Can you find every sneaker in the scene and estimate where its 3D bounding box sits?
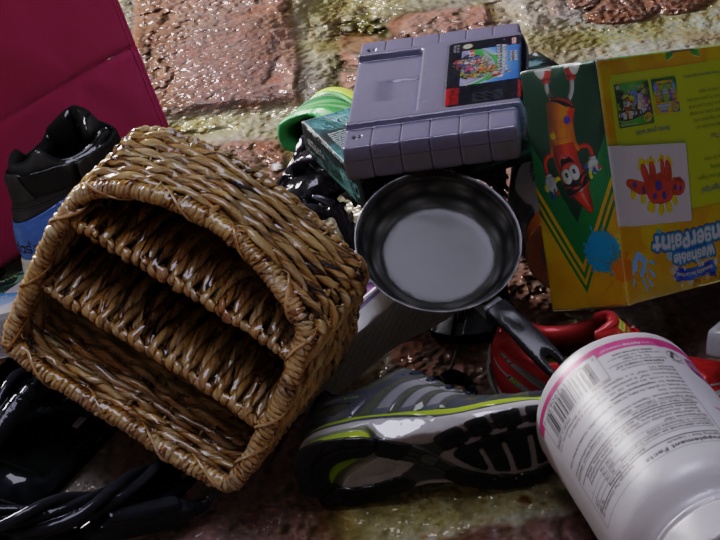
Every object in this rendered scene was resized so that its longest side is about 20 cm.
[{"bbox_3d":[-0.167,-0.071,1.658,0.199,0.112,0.077,-23,19,-34],"label":"sneaker"},{"bbox_3d":[0.011,-0.093,1.837,0.083,0.074,0.199,-28,29,-34],"label":"sneaker"},{"bbox_3d":[0.053,0.097,1.523,0.199,0.074,0.081,-5,40,-1],"label":"sneaker"},{"bbox_3d":[0.180,0.068,1.542,0.199,0.085,0.077,4,34,15],"label":"sneaker"},{"bbox_3d":[0.000,0.000,1.631,0.200,0.073,0.114,-33,56,-13],"label":"sneaker"}]

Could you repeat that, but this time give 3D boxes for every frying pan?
[{"bbox_3d":[0.085,0.000,1.559,0.189,0.031,0.115,28,61,15],"label":"frying pan"}]

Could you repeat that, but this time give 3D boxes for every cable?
[{"bbox_3d":[-0.200,0.117,1.522,0.199,0.051,0.163,-11,44,-24],"label":"cable"}]

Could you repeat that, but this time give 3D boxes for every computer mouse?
[{"bbox_3d":[0.066,0.049,1.640,0.058,0.034,0.200,3,34,13],"label":"computer mouse"}]

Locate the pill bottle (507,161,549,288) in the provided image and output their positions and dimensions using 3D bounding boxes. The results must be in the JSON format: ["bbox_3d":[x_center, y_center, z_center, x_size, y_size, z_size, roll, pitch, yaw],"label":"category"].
[{"bbox_3d":[0.164,-0.064,1.731,0.106,0.107,0.200,-1,32,8],"label":"pill bottle"}]

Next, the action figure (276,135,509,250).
[{"bbox_3d":[0.007,-0.047,1.739,0.199,0.102,0.119,-2,38,19],"label":"action figure"}]

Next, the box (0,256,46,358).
[{"bbox_3d":[-0.226,0.014,1.680,0.143,0.037,0.200,-14,14,-2],"label":"box"}]

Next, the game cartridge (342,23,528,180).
[{"bbox_3d":[0.058,-0.127,1.668,0.129,0.039,0.200,-11,26,10],"label":"game cartridge"}]

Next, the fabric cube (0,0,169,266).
[{"bbox_3d":[-0.297,-0.123,1.768,0.196,0.201,0.199,-4,24,46],"label":"fabric cube"}]

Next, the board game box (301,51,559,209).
[{"bbox_3d":[0.071,-0.104,1.685,0.199,0.028,0.135,-17,26,-14],"label":"board game box"}]

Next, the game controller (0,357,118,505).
[{"bbox_3d":[-0.219,0.098,1.615,0.104,0.042,0.200,24,41,17],"label":"game controller"}]

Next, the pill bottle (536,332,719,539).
[{"bbox_3d":[0.192,0.135,1.410,0.113,0.114,0.200,-13,34,-11],"label":"pill bottle"}]

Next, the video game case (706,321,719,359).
[{"bbox_3d":[0.349,0.041,1.558,0.181,0.023,0.200,11,18,23],"label":"video game case"}]

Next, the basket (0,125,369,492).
[{"bbox_3d":[-0.113,0.018,1.495,0.199,0.143,0.149,33,52,12],"label":"basket"}]

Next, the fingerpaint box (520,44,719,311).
[{"bbox_3d":[0.208,-0.069,1.616,0.073,0.168,0.199,-5,5,43],"label":"fingerpaint box"}]
